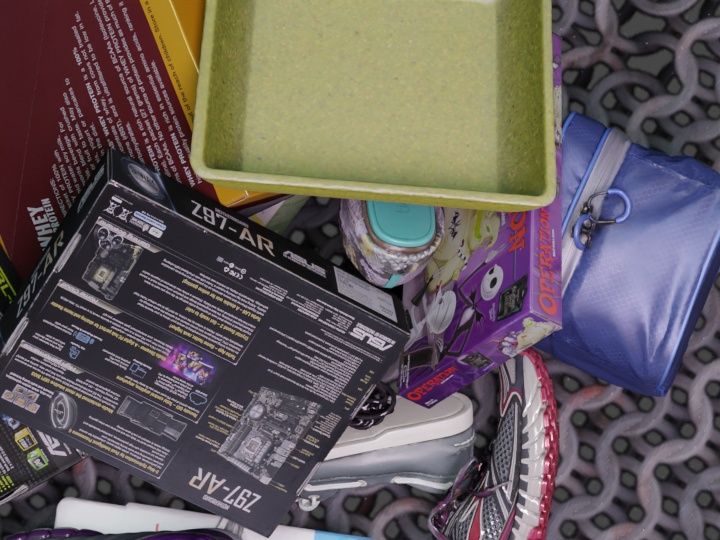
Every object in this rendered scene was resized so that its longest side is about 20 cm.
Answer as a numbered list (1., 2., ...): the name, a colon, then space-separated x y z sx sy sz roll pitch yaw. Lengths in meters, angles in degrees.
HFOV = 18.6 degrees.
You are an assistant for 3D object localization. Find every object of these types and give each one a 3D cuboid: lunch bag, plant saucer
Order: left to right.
1. plant saucer: 0.008 -0.110 1.244 0.198 0.048 0.201 5 54 -3
2. lunch bag: 0.146 -0.011 1.319 0.131 0.200 0.137 22 86 11

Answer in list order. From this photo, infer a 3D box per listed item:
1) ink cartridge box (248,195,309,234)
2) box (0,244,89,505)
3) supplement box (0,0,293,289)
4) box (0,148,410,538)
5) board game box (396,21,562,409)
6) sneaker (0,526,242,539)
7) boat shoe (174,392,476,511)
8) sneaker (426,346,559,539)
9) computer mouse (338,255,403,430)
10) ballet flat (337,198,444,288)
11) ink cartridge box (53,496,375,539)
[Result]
1. ink cartridge box: -0.057 -0.130 1.383 0.146 0.048 0.200 48 123 13
2. box: -0.278 0.063 1.330 0.192 0.047 0.201 -30 93 25
3. supplement box: -0.144 -0.110 1.333 0.199 0.132 0.199 -24 88 31
4. box: -0.096 0.045 1.248 0.199 0.044 0.161 27 112 -19
5. board game box: 0.070 -0.033 1.265 0.032 0.120 0.202 27 49 -31
6. sneaker: -0.163 0.179 1.283 0.198 0.088 0.075 -11 77 1
7. boat shoe: -0.024 0.124 1.364 0.198 0.073 0.062 -10 111 -3
8. sneaker: 0.078 0.143 1.330 0.074 0.081 0.202 10 96 8
9. computer mouse: 0.000 0.000 1.392 0.139 0.046 0.201 17 74 28
10. ballet flat: 0.012 -0.074 1.295 0.071 0.072 0.202 -3 55 3
11. ink cartridge box: -0.093 0.211 1.351 0.198 0.067 0.117 8 78 5
